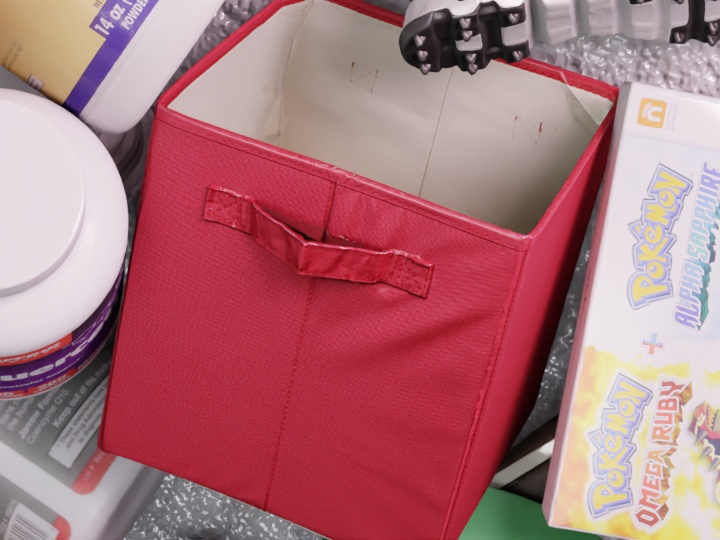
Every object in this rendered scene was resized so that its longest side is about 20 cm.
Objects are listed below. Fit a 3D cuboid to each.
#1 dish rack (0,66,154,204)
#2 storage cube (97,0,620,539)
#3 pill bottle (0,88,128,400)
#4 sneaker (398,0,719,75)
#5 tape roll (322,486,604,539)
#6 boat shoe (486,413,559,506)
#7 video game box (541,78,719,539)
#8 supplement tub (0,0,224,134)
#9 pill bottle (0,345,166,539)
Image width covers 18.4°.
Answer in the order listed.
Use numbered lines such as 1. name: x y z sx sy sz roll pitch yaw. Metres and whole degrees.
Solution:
1. dish rack: -0.213 -0.046 1.084 0.171 0.044 0.200 36 77 5
2. storage cube: 0.000 0.000 1.005 0.170 0.200 0.180 20 121 11
3. pill bottle: -0.157 -0.011 0.956 0.112 0.200 0.113 1 79 -7
4. sneaker: 0.112 -0.145 0.979 0.199 0.067 0.091 -8 66 3
5. tape roll: 0.063 0.191 1.093 0.200 0.048 0.201 16 135 16
6. boat shoe: 0.130 0.082 1.055 0.201 0.072 0.061 -37 90 24
7. video game box: 0.186 0.029 0.978 0.181 0.047 0.201 10 94 3
8. supplement tub: -0.142 -0.167 0.928 0.200 0.146 0.146 35 117 -8
9. pill bottle: -0.197 0.062 1.141 0.200 0.114 0.114 33 117 6
